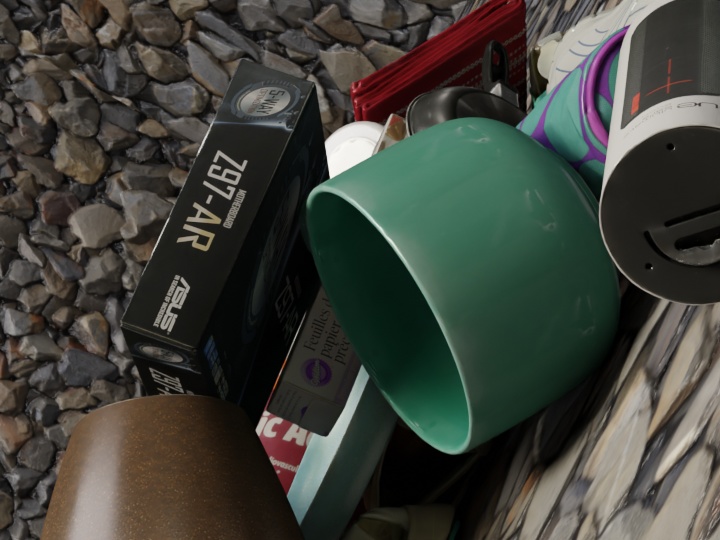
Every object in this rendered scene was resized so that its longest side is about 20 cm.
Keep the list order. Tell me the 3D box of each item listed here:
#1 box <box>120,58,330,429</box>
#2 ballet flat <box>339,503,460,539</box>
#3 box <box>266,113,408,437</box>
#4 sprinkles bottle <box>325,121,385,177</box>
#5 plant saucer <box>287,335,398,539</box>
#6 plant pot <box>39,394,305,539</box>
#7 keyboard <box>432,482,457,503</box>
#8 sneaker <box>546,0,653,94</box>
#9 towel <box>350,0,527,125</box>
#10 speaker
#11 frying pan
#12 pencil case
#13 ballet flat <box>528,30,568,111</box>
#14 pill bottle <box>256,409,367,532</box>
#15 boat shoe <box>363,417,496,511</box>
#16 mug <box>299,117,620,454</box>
[{"bbox_3d":[-0.066,0.003,1.324,0.200,0.043,0.160,83,-151,-67],"label":"box"},{"bbox_3d":[0.016,0.161,1.329,0.070,0.069,0.200,-61,4,12],"label":"ballet flat"},{"bbox_3d":[0.000,0.000,1.395,0.041,0.039,0.200,116,176,-55],"label":"box"},{"bbox_3d":[0.049,-0.042,1.565,0.200,0.068,0.068,17,-75,-57],"label":"sprinkles bottle"},{"bbox_3d":[-0.005,0.091,1.387,0.200,0.027,0.200,-156,90,-86],"label":"plant saucer"},{"bbox_3d":[-0.095,0.172,1.251,0.187,0.187,0.200,126,141,-61],"label":"plant pot"},{"bbox_3d":[0.037,0.139,1.534,0.200,0.021,0.127,-60,4,5],"label":"keyboard"},{"bbox_3d":[0.158,-0.117,1.420,0.200,0.074,0.087,121,169,-46],"label":"sneaker"},{"bbox_3d":[0.054,-0.079,1.619,0.145,0.022,0.200,-33,-35,-23],"label":"towel"},{"bbox_3d":[0.148,-0.058,1.071,0.081,0.081,0.200,-60,4,24],"label":"speaker"},{"bbox_3d":[0.093,-0.080,1.451,0.031,0.115,0.190,-51,-5,33],"label":"frying pan"},{"bbox_3d":[0.130,-0.064,1.290,0.092,0.085,0.200,-23,-7,-16],"label":"pencil case"},{"bbox_3d":[0.140,-0.120,1.594,0.067,0.071,0.200,-22,11,4],"label":"ballet flat"},{"bbox_3d":[-0.033,0.123,1.577,0.200,0.114,0.114,-65,5,-34],"label":"pill bottle"},{"bbox_3d":[0.057,0.076,1.411,0.068,0.075,0.200,-82,15,-45],"label":"boat shoe"},{"bbox_3d":[0.051,-0.012,1.245,0.114,0.185,0.152,-28,-24,-17],"label":"mug"}]
